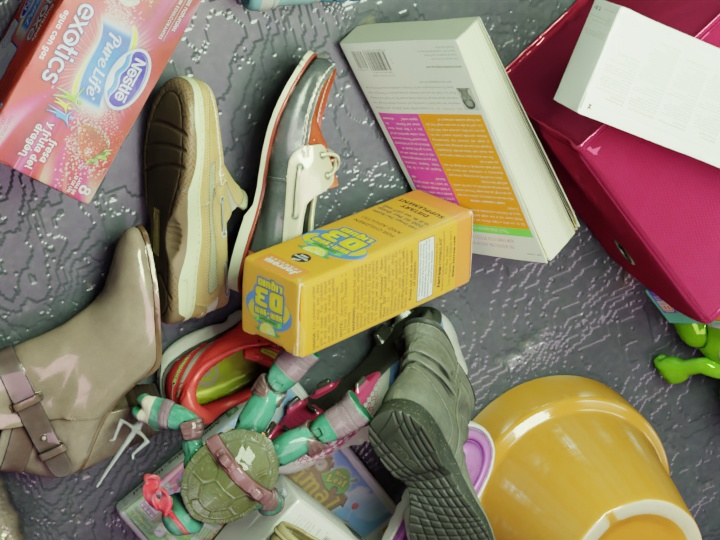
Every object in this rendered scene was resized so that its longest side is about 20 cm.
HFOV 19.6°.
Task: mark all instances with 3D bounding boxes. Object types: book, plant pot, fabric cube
[{"bbox_3d":[0.075,-0.102,1.642,0.048,0.133,0.201,-45,122,-32],"label":"book"},{"bbox_3d":[0.193,0.215,1.767,0.199,0.183,0.202,-7,111,-18],"label":"plant pot"},{"bbox_3d":[0.253,-0.116,1.668,0.200,0.196,0.200,-42,118,-2],"label":"fabric cube"}]

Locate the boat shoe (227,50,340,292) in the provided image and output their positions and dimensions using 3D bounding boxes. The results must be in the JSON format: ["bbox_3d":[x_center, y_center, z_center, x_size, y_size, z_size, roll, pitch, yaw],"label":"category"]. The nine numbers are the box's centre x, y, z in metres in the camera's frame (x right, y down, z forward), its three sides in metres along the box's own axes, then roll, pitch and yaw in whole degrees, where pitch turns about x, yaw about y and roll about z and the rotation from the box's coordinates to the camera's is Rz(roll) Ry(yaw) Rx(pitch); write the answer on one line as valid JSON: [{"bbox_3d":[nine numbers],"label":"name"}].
[{"bbox_3d":[-0.048,-0.069,1.627,0.062,0.071,0.201,18,100,13],"label":"boat shoe"}]

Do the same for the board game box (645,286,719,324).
[{"bbox_3d":[0.343,-0.043,1.712,0.045,0.152,0.200,50,62,-28],"label":"board game box"}]

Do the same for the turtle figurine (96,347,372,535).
[{"bbox_3d":[-0.095,0.144,1.606,0.200,0.101,0.150,-39,119,4],"label":"turtle figurine"}]

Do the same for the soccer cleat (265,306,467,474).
[{"bbox_3d":[0.010,0.115,1.711,0.200,0.070,0.087,-40,117,-18],"label":"soccer cleat"}]

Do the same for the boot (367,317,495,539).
[{"bbox_3d":[0.074,0.144,1.665,0.067,0.131,0.201,-8,122,24],"label":"boot"}]

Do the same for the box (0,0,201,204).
[{"bbox_3d":[-0.201,-0.165,1.532,0.095,0.100,0.201,27,97,-26],"label":"box"}]

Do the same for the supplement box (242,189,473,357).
[{"bbox_3d":[0.000,0.000,1.615,0.199,0.066,0.069,-26,127,-42],"label":"supplement box"}]

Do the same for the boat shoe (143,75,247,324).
[{"bbox_3d":[-0.124,-0.058,1.624,0.076,0.072,0.201,-10,122,-30],"label":"boat shoe"}]

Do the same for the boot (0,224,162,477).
[{"bbox_3d":[-0.230,0.069,1.622,0.145,0.070,0.201,-7,110,-16],"label":"boot"}]

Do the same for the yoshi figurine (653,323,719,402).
[{"bbox_3d":[0.325,0.070,1.833,0.112,0.112,0.201,-40,108,-49],"label":"yoshi figurine"}]

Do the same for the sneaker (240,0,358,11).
[{"bbox_3d":[-0.022,-0.293,1.570,0.130,0.080,0.201,0,118,-18],"label":"sneaker"}]

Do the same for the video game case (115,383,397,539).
[{"bbox_3d":[-0.077,0.208,1.753,0.182,0.022,0.200,-39,117,-4],"label":"video game case"}]

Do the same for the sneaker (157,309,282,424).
[{"bbox_3d":[-0.067,0.061,1.670,0.200,0.085,0.077,-36,117,-6],"label":"sneaker"}]

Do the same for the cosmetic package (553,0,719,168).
[{"bbox_3d":[0.246,-0.125,1.526,0.199,0.051,0.083,19,97,-24],"label":"cosmetic package"}]

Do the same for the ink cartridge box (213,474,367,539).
[{"bbox_3d":[-0.031,0.273,1.744,0.200,0.067,0.117,42,90,-27],"label":"ink cartridge box"}]

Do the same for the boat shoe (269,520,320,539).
[{"bbox_3d":[0.017,0.259,1.657,0.199,0.073,0.063,20,105,-1],"label":"boat shoe"}]

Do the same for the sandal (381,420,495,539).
[{"bbox_3d":[0.062,0.221,1.713,0.082,0.050,0.204,20,84,-30],"label":"sandal"}]
